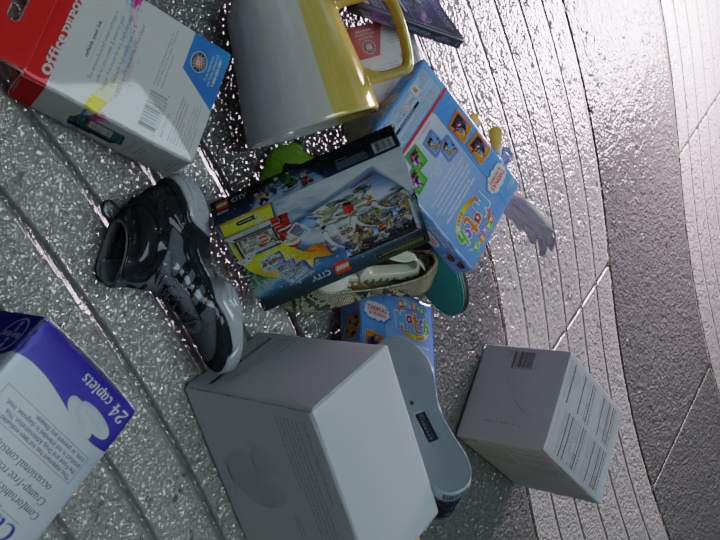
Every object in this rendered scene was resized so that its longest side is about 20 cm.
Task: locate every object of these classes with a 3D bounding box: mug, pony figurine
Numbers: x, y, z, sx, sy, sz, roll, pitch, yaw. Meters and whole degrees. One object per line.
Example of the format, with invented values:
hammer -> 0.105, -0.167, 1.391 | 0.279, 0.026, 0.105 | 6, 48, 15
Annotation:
mug -> -0.057, -0.230, 0.852 | 0.184, 0.148, 0.156 | -21, 97, -30
pony figurine -> 0.163, -0.107, 1.096 | 0.193, 0.164, 0.203 | 44, 42, -34

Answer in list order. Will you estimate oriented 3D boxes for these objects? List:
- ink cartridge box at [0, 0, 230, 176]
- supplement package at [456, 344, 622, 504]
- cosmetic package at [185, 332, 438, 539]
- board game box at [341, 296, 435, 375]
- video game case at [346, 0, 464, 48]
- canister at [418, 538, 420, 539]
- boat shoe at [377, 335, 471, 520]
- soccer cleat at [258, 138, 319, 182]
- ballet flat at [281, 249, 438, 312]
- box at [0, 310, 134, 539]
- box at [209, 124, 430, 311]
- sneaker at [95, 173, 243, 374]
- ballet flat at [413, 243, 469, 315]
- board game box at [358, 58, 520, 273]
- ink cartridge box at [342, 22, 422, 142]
ink cartridge box -> -0.228, -0.184, 0.706 | 0.198, 0.067, 0.119 | 27, 70, -29
supplement package -> 0.274, 0.229, 1.200 | 0.200, 0.150, 0.153 | 42, 61, -38
cosmetic package -> -0.049, 0.185, 0.824 | 0.122, 0.197, 0.203 | -34, 115, -39
board game box -> 0.038, 0.127, 0.986 | 0.150, 0.036, 0.205 | 21, 60, -45
video game case -> 0.030, -0.343, 0.967 | 0.198, 0.019, 0.145 | 1, 53, -47
canister -> -0.026, 0.347, 0.935 | 0.199, 0.085, 0.151 | -34, 114, -39
boat shoe -> 0.059, 0.179, 0.903 | 0.069, 0.092, 0.203 | -12, 56, -16
soccer cleat -> -0.024, -0.067, 0.896 | 0.197, 0.068, 0.082 | 29, 69, -4
ballet flat -> 0.000, 0.000, 0.916 | 0.196, 0.076, 0.069 | -6, 60, -20
box -> -0.298, 0.133, 0.571 | 0.201, 0.181, 0.106 | -56, 128, -30
box -> -0.037, -0.049, 0.817 | 0.196, 0.038, 0.138 | -23, 137, 1
sneaker -> -0.187, 0.016, 0.768 | 0.113, 0.075, 0.204 | -23, 102, -43
ballet flat -> 0.085, -0.037, 1.042 | 0.073, 0.072, 0.202 | -44, 105, -36
board game box -> 0.094, -0.121, 0.940 | 0.200, 0.036, 0.152 | 46, 58, -20
ink cartridge box -> 0.035, -0.195, 0.978 | 0.115, 0.067, 0.204 | -25, 98, -42
